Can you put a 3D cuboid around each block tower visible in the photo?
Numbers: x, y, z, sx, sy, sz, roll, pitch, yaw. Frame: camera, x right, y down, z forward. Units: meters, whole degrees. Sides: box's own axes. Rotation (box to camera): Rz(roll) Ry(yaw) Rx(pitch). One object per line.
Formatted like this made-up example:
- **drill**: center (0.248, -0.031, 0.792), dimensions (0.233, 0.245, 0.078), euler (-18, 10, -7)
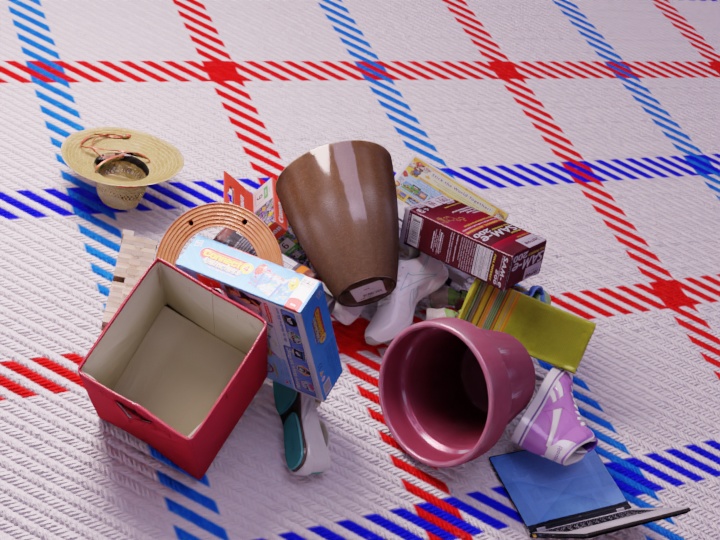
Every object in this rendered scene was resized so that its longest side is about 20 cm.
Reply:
- **block tower**: center (-0.334, 0.031, 1.596), dimensions (0.057, 0.054, 0.202), euler (11, 43, -12)

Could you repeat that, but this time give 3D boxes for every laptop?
- **laptop**: center (0.316, 0.299, 1.549), dimensions (0.184, 0.199, 0.118), euler (-6, 81, -27)

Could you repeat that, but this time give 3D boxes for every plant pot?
- **plant pot**: center (0.152, 0.162, 1.577), dimensions (0.178, 0.201, 0.200), euler (-7, 46, -51)
- **plant pot**: center (-0.015, -0.057, 1.648), dimensions (0.184, 0.187, 0.203), euler (-4, 63, -26)

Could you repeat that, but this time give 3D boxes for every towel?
- **towel**: center (0.247, 0.082, 1.660), dimensions (0.197, 0.087, 0.018), euler (22, 16, -2)

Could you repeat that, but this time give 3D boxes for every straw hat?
- **straw hat**: center (-0.376, -0.144, 1.741), dimensions (0.197, 0.086, 0.202), euler (8, 31, -5)

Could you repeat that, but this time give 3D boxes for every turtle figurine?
- **turtle figurine**: center (0.204, 0.088, 1.751), dimensions (0.190, 0.201, 0.146), euler (2, 68, 10)

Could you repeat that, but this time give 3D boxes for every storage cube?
- **storage cube**: center (-0.228, 0.127, 1.403), dimensions (0.169, 0.180, 0.201), euler (28, 65, 9)

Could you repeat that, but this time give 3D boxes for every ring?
- **ring**: center (-0.204, 0.004, 1.599), dimensions (0.198, 0.203, 0.019), euler (29, 6, 8)

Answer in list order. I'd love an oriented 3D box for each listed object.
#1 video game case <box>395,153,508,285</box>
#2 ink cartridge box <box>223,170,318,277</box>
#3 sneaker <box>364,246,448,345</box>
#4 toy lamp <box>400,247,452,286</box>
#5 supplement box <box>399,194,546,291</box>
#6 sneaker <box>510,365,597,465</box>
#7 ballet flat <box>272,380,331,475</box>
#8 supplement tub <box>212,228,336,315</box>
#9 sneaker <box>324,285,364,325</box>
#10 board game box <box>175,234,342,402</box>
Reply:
- **video game case**: center (0.127, -0.088, 1.848), dimensions (0.198, 0.023, 0.183), euler (32, 51, 8)
- **ink cartridge box**: center (-0.128, -0.081, 1.733), dimensions (0.199, 0.050, 0.110), euler (38, 28, -34)
- **sneaker**: center (0.058, 0.033, 1.713), dimensions (0.201, 0.070, 0.081), euler (-51, 120, -34)
- **toy lamp**: center (0.070, -0.040, 1.844), dimensions (0.198, 0.059, 0.058), euler (28, 41, 2)
- **supplement box**: center (0.169, -0.045, 1.681), dimensions (0.198, 0.062, 0.108), euler (27, 29, 30)
- **sneaker**: center (0.304, 0.221, 1.643), dimensions (0.113, 0.073, 0.201), euler (26, 36, 13)
- **ballet flat**: center (-0.079, 0.197, 1.531), dimensions (0.068, 0.070, 0.202), euler (4, 48, -19)
- **supplement tub**: center (-0.137, 0.023, 1.649), dimensions (0.198, 0.108, 0.107), euler (31, 42, 9)
- **sneaker**: center (0.000, 0.000, 1.731), dimensions (0.075, 0.099, 0.201), euler (40, 39, -16)
- **board game box**: center (-0.130, 0.065, 1.462), dimensions (0.193, 0.201, 0.056), euler (21, 57, 23)
